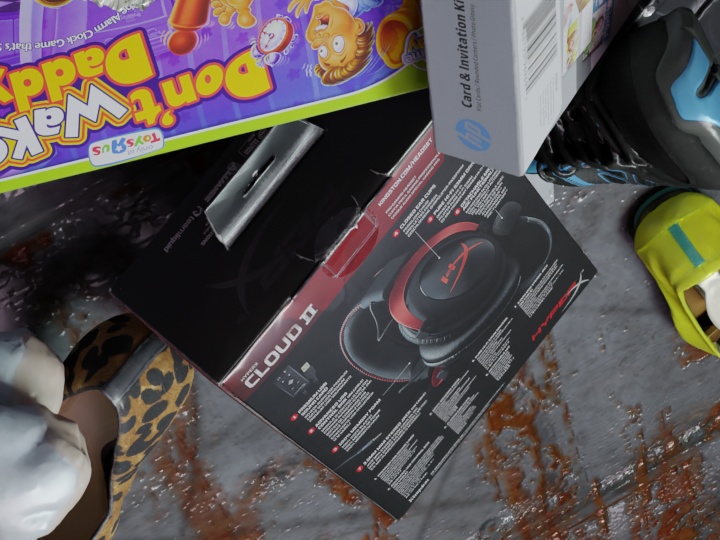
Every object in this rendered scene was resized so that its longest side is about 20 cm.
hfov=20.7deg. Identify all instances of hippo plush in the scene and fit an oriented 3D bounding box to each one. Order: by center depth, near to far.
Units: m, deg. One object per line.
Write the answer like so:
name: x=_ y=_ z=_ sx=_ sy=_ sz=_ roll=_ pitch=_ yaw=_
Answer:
hippo plush: x=-0.210 y=0.029 z=0.767 sx=0.200 sy=0.159 sz=0.161 roll=4 pitch=127 yaw=19

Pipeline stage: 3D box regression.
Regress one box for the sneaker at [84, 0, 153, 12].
sneaker: x=-0.129 y=-0.160 z=0.589 sx=0.200 sy=0.100 sz=0.070 roll=40 pitch=90 yaw=-31

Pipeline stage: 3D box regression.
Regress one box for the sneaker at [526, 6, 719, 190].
sneaker: x=0.106 y=-0.057 z=0.803 sx=0.082 sy=0.073 sz=0.200 roll=-22 pitch=-178 yaw=1

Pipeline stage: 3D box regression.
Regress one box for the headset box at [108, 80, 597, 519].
headset box: x=0.000 y=0.000 z=0.823 sx=0.149 sy=0.075 sz=0.200 roll=-51 pitch=146 yaw=-3

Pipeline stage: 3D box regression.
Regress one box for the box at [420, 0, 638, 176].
box: x=0.083 y=-0.157 z=0.718 sx=0.200 sy=0.041 sz=0.156 roll=-53 pitch=150 yaw=-34

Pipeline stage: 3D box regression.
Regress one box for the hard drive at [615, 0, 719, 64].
hard drive: x=0.200 y=-0.160 z=0.912 sx=0.140 sy=0.038 sz=0.200 roll=11 pitch=127 yaw=-45

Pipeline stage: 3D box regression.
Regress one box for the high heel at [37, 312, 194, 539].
high heel: x=-0.141 y=0.097 z=0.874 sx=0.200 sy=0.071 sz=0.143 roll=-53 pitch=179 yaw=9

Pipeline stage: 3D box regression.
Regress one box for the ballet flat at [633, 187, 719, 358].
ballet flat: x=0.209 y=0.020 z=1.109 sx=0.067 sy=0.067 sz=0.200 roll=-39 pitch=145 yaw=8

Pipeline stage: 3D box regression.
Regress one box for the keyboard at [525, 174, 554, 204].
keyboard: x=0.063 y=-0.062 z=0.912 sx=0.056 sy=0.011 sz=0.200 roll=-29 pitch=156 yaw=-6

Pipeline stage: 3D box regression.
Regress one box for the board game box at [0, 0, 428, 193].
board game box: x=-0.061 y=-0.112 z=0.696 sx=0.200 sy=0.045 sz=0.135 roll=-15 pitch=132 yaw=-11
